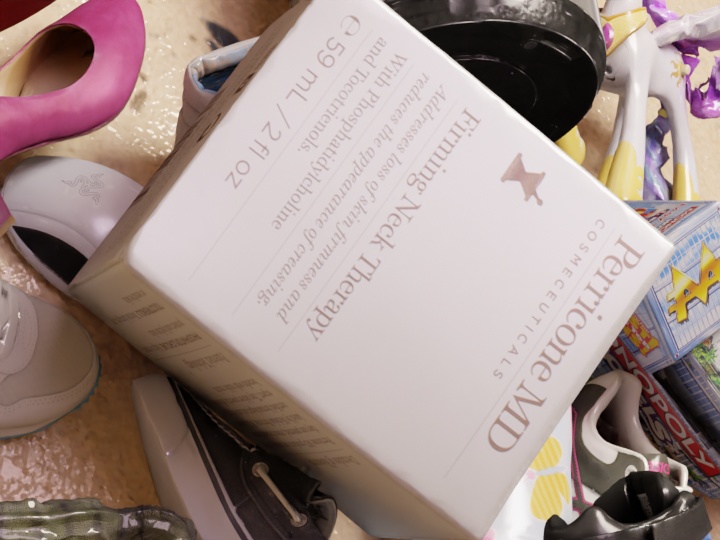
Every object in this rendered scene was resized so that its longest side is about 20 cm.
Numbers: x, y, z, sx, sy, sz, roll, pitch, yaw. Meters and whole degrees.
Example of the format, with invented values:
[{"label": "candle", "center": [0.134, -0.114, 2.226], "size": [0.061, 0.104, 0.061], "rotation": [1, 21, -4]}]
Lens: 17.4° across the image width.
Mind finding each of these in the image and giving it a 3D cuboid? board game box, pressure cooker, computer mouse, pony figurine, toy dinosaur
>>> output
[{"label": "board game box", "center": [0.171, 0.039, 1.276], "size": [0.061, 0.200, 0.201], "rotation": [-35, 87, -12]}, {"label": "pressure cooker", "center": [0.045, -0.176, 1.323], "size": [0.175, 0.179, 0.201], "rotation": [11, 56, -33]}, {"label": "computer mouse", "center": [-0.093, 0.010, 1.175], "size": [0.200, 0.044, 0.110], "rotation": [40, 44, -14]}, {"label": "pony figurine", "center": [0.176, -0.126, 1.428], "size": [0.193, 0.165, 0.202], "rotation": [17, 75, -59]}, {"label": "toy dinosaur", "center": [-0.161, 0.122, 1.005], "size": [0.199, 0.088, 0.048], "rotation": [5, 59, -39]}]

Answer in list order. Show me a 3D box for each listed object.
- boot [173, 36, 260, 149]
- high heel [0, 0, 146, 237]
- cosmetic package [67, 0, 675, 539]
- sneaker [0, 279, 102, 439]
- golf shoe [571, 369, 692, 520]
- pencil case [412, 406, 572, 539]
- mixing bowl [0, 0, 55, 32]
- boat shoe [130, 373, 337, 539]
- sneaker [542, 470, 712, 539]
[{"label": "boot", "center": [0.002, -0.076, 1.218], "size": [0.198, 0.096, 0.074], "rotation": [-5, 54, -11]}, {"label": "high heel", "center": [-0.171, -0.099, 1.144], "size": [0.200, 0.067, 0.096], "rotation": [-54, 136, -37]}, {"label": "cosmetic package", "center": [0.000, 0.000, 1.085], "size": [0.200, 0.166, 0.168], "rotation": [38, 76, -9]}, {"label": "sneaker", "center": [-0.197, 0.016, 1.051], "size": [0.199, 0.081, 0.077], "rotation": [22, 48, -31]}, {"label": "golf shoe", "center": [0.134, 0.141, 1.222], "size": [0.077, 0.088, 0.201], "rotation": [18, 36, -37]}, {"label": "pencil case", "center": [0.063, 0.120, 1.198], "size": [0.083, 0.091, 0.201], "rotation": [29, 44, -30]}, {"label": "mixing bowl", "center": [-0.223, -0.180, 1.134], "size": [0.199, 0.108, 0.201], "rotation": [22, 46, -25]}, {"label": "boat shoe", "center": [-0.044, 0.118, 1.081], "size": [0.067, 0.072, 0.200], "rotation": [-22, 48, -17]}, {"label": "sneaker", "center": [0.169, 0.149, 1.147], "size": [0.199, 0.077, 0.112], "rotation": [-4, 80, -33]}]
